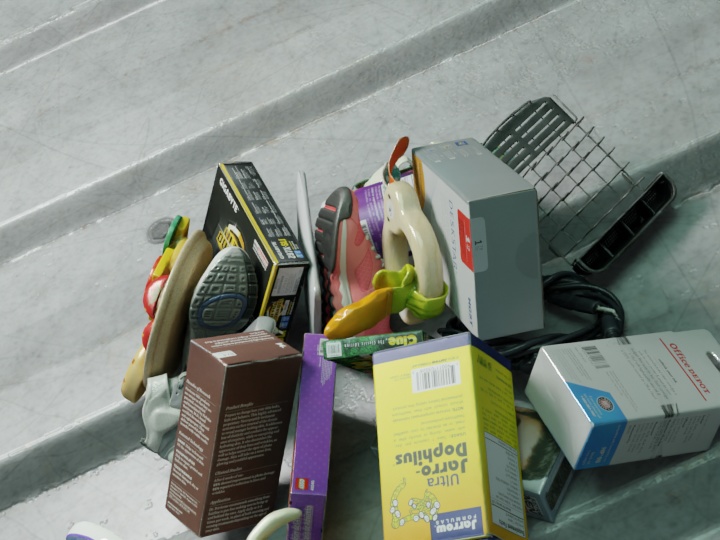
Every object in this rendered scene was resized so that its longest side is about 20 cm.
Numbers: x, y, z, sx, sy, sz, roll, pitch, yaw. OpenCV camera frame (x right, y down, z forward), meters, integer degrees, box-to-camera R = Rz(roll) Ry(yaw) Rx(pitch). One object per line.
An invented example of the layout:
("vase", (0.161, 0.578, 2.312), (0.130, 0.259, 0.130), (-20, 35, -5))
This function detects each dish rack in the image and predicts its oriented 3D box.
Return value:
("dish rack", (0.234, -0.102, 1.770), (0.200, 0.055, 0.153), (45, 69, 5))

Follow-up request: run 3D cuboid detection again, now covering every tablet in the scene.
("tablet", (-0.060, -0.004, 1.829), (0.014, 0.130, 0.200), (-4, 47, -4))

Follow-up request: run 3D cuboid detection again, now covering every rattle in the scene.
("rattle", (0.009, -0.034, 1.693), (0.143, 0.130, 0.200), (-14, 85, -2))

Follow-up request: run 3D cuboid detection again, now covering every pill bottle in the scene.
("pill bottle", (0.063, -0.059, 1.832), (0.200, 0.111, 0.112), (-18, 46, 8))

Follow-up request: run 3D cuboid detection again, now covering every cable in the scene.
("cable", (0.182, 0.052, 1.696), (0.200, 0.051, 0.163), (-2, 35, 12))

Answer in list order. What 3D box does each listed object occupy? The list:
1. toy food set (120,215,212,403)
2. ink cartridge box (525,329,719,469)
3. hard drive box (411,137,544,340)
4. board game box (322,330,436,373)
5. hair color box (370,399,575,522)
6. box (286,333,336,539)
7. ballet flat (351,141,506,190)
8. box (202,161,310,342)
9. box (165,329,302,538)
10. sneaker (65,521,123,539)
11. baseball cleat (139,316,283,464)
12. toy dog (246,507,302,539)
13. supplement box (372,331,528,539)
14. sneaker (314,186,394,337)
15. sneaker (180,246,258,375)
("toy food set", (-0.220, 0.043, 1.818), (0.049, 0.200, 0.198), (18, 48, 4))
("ink cartridge box", (0.281, 0.126, 1.574), (0.200, 0.067, 0.116), (-5, 41, -23))
("hard drive box", (0.123, -0.038, 1.676), (0.077, 0.156, 0.200), (-11, 21, -12))
("board game box", (0.033, 0.087, 1.667), (0.105, 0.200, 0.024), (-5, 81, 12))
("hair color box", (0.123, 0.181, 1.633), (0.200, 0.061, 0.099), (12, 58, 30))
("box", (-0.051, 0.186, 1.650), (0.039, 0.137, 0.200), (4, 50, -1))
("ballet flat", (0.080, -0.117, 1.905), (0.200, 0.074, 0.074), (-27, 46, -1))
("box", (-0.131, -0.006, 1.841), (0.049, 0.160, 0.200), (-4, 40, -26))
("box", (-0.134, 0.169, 1.648), (0.100, 0.200, 0.075), (-6, 27, -41))
("sneaker", (-0.274, 0.360, 1.636), (0.200, 0.081, 0.146), (27, 61, 32))
("baseball cleat", (-0.175, 0.123, 1.746), (0.200, 0.106, 0.070), (-59, 10, 4))
("toy dog", (-0.020, 0.332, 1.521), (0.200, 0.140, 0.194), (0, 58, 7))
("supplement box", (0.087, 0.177, 1.536), (0.109, 0.109, 0.200), (-14, 66, 23))
("sneaker", (0.000, 0.000, 1.771), (0.087, 0.200, 0.074), (-8, 18, -18))
("sneaker", (-0.170, 0.052, 1.798), (0.074, 0.200, 0.087), (10, 32, -19))
